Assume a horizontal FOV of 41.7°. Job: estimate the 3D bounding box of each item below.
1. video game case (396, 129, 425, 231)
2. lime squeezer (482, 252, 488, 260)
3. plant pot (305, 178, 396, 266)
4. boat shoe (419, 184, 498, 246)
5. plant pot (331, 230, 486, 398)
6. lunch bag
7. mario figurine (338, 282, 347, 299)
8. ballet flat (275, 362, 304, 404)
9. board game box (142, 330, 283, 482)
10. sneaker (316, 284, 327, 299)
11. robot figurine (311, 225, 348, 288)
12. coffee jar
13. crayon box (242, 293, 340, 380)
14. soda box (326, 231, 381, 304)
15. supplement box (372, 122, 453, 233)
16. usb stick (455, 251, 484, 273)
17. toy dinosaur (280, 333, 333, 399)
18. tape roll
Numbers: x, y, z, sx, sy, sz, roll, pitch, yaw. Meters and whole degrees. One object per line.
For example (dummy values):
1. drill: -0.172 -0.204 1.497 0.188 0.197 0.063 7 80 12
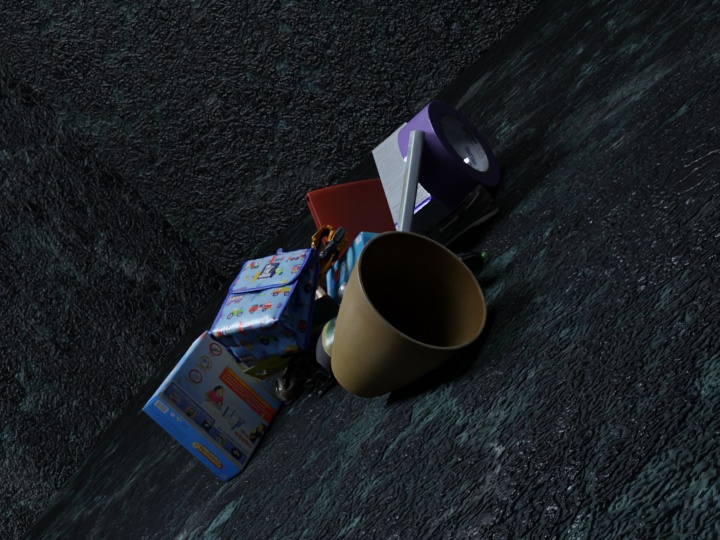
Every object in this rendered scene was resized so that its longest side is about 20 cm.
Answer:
1. video game case: 0.084 -0.141 1.635 0.182 0.022 0.201 -79 -4 -82
2. lime squeezer: 0.128 0.045 1.431 0.200 0.038 0.071 -46 -22 -3
3. plant pot: 0.004 -0.097 1.962 0.175 0.201 0.200 -23 4 -4
4. boat shoe: 0.145 -0.076 1.617 0.199 0.057 0.067 -33 5 -15
5. plant pot: 0.042 0.083 1.275 0.200 0.186 0.187 -57 0 43
6. lunch bag: -0.151 0.045 1.629 0.150 0.094 0.201 -13 45 30
7. mario figurine: 0.040 0.027 1.586 0.106 0.123 0.200 -66 17 -2
8. ballet flat: -0.127 0.188 1.807 0.067 0.046 0.200 -40 11 22
9. board game box: -0.259 0.240 1.697 0.056 0.200 0.196 -39 11 35
10. sneaker: -0.085 0.074 1.939 0.070 0.109 0.200 -40 44 3
11. robot figurine: -0.090 0.000 1.728 0.201 0.058 0.145 -57 -2 -12
12. coffee jar: 0.015 0.078 1.425 0.200 0.104 0.086 -54 22 34
13. crayon box: -0.120 0.123 1.704 0.199 0.051 0.127 -31 -17 2
14. soda box: 0.000 0.000 1.747 0.200 0.067 0.065 133 137 -60
15. supplement box: 0.110 -0.172 1.850 0.103 0.101 0.201 -39 51 29
16. usb stick: 0.122 -0.005 1.435 0.055 0.033 0.200 -19 4 -21
17. toy dinosaur: -0.063 0.138 1.650 0.136 0.102 0.201 -31 -27 -54
18. tape roll: 0.169 -0.217 1.791 0.085 0.200 0.200 -38 12 31
